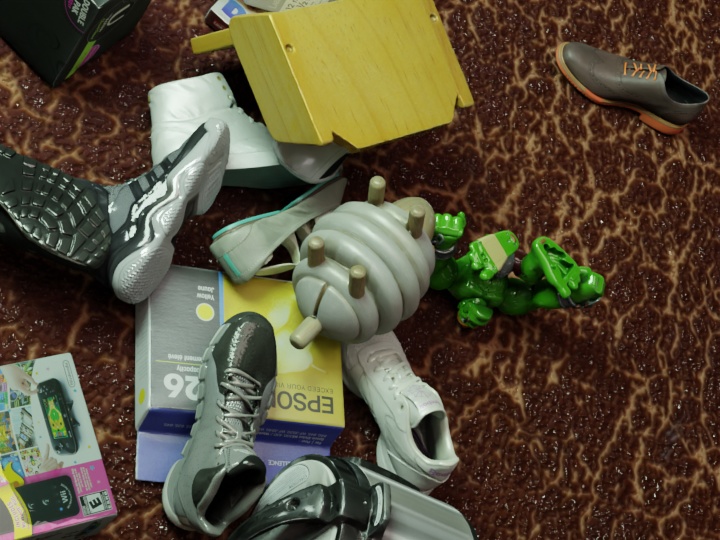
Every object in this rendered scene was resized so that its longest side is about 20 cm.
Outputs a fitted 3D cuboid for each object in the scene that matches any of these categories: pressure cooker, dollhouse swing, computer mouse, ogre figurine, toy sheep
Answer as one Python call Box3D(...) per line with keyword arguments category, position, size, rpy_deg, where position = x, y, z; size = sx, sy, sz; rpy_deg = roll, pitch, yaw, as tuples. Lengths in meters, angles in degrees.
Box3D(category="pressure cooker", position=(-0.015, 0.250, 1.173), size=(0.200, 0.179, 0.176), rpy_deg=(27, 88, -27))
Box3D(category="dollhouse swing", position=(-0.039, -0.187, 1.361), size=(0.200, 0.176, 0.182), rpy_deg=(-20, 87, -39))
Box3D(category="computer mouse", position=(-0.020, -0.147, 1.388), size=(0.110, 0.044, 0.200), rpy_deg=(41, 35, -1))
Box3D(category="ogre figurine", position=(0.141, 0.003, 1.430), size=(0.200, 0.120, 0.098), rpy_deg=(-1, 72, -28))
Box3D(category="toy sheep", position=(0.000, 0.000, 1.295), size=(0.200, 0.138, 0.138), rpy_deg=(-41, 90, -27))

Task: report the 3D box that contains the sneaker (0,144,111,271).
Box3D(category="sneaker", position=(-0.310, -0.055, 1.217), size=(0.200, 0.088, 0.076), rpy_deg=(33, 50, 0))

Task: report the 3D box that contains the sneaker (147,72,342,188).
Box3D(category="sneaker", position=(-0.114, -0.145, 1.383), size=(0.200, 0.074, 0.116), rpy_deg=(0, 71, -28))

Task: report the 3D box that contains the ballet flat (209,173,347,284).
Box3D(category="ballet flat", position=(-0.068, -0.036, 1.351), size=(0.200, 0.067, 0.064), rpy_deg=(-31, 88, -50))

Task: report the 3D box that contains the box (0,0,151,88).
Box3D(category="box", position=(-0.298, -0.306, 1.309), size=(0.200, 0.149, 0.124), rpy_deg=(46, 53, -3))

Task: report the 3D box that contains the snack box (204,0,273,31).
Box3D(category="snack box", position=(-0.069, -0.227, 1.478), size=(0.200, 0.024, 0.072), rpy_deg=(40, 53, -7))

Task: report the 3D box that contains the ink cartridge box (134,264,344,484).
Box3D(category="ink cartridge box", position=(-0.110, 0.100, 1.288), size=(0.197, 0.047, 0.200), rpy_deg=(9, 61, -27))

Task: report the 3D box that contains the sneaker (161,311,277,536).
Box3D(category="sneaker", position=(-0.100, 0.136, 1.192), size=(0.075, 0.115, 0.200), rpy_deg=(19, 85, -26))

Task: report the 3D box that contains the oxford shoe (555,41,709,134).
Box3D(category="oxford shoe", position=(0.330, -0.235, 1.677), size=(0.200, 0.073, 0.071), rpy_deg=(20, 60, -20))

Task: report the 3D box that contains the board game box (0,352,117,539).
Box3D(category="board game box", position=(-0.317, 0.162, 1.130), size=(0.200, 0.064, 0.148), rpy_deg=(-11, 73, -32))

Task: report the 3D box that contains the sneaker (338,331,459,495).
Box3D(category="sneaker", position=(0.041, 0.115, 1.332), size=(0.075, 0.100, 0.200), rpy_deg=(-16, 75, -33))

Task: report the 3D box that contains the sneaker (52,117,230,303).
Box3D(category="sneaker", position=(-0.204, -0.073, 1.268), size=(0.114, 0.076, 0.200), rpy_deg=(22, 65, 13))

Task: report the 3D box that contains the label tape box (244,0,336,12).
Box3D(category="label tape box", position=(-0.087, -0.346, 1.482), size=(0.200, 0.066, 0.144), rpy_deg=(10, 52, -26))
